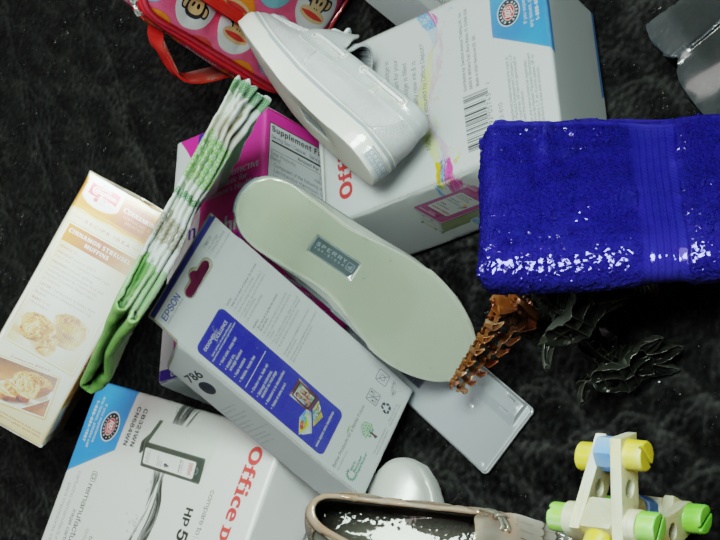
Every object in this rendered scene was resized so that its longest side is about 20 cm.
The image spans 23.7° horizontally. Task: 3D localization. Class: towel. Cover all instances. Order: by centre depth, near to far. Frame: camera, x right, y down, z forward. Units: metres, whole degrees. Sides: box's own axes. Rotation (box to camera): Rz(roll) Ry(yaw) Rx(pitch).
[{"bbox_3d":[0.170,-0.048,1.070,0.199,0.050,0.148,-4,40,7],"label":"towel"},{"bbox_3d":[-0.126,-0.021,1.168,0.201,0.031,0.149,-65,4,-29],"label":"towel"}]

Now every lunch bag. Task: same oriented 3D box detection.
[{"bbox_3d":[-0.104,-0.230,1.353,0.082,0.200,0.177,34,95,43],"label":"lunch bag"}]

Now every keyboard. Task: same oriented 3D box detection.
[{"bbox_3d":[0.045,0.068,1.233,0.200,0.011,0.056,41,102,41],"label":"keyboard"}]

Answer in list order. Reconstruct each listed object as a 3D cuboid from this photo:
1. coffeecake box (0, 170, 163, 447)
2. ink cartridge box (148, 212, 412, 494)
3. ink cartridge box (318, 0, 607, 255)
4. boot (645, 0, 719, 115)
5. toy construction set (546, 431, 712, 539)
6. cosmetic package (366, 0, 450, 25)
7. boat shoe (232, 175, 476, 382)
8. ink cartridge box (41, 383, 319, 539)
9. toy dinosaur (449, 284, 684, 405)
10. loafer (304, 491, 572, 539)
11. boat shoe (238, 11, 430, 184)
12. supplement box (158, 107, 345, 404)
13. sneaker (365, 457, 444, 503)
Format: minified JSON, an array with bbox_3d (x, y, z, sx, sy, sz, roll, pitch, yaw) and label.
[{"bbox_3d":[-0.225,0.028,1.356,0.073,0.154,0.201,29,88,-3],"label":"coffeecake box"},{"bbox_3d":[-0.059,0.062,1.173,0.039,0.200,0.100,-24,29,48],"label":"ink cartridge box"},{"bbox_3d":[0.071,-0.110,1.242,0.199,0.085,0.145,-20,59,29],"label":"ink cartridge box"},{"bbox_3d":[0.299,-0.160,1.104,0.200,0.066,0.165,-35,45,16],"label":"boot"},{"bbox_3d":[0.146,0.202,1.011,0.092,0.131,0.201,18,81,39],"label":"toy construction set"},{"bbox_3d":[0.013,-0.291,1.291,0.051,0.200,0.152,-3,67,37],"label":"cosmetic package"},{"bbox_3d":[-0.001,0.000,1.205,0.200,0.072,0.070,38,97,-4],"label":"boat shoe"},{"bbox_3d":[-0.124,0.177,1.260,0.199,0.084,0.147,10,76,40],"label":"ink cartridge box"},{"bbox_3d":[0.146,0.015,1.144,0.201,0.102,0.136,-59,30,23],"label":"toy dinosaur"},{"bbox_3d":[0.058,0.180,1.088,0.199,0.063,0.072,8,64,14],"label":"loafer"},{"bbox_3d":[-0.020,-0.139,1.230,0.068,0.072,0.200,-37,41,-7],"label":"boat shoe"},{"bbox_3d":[-0.077,-0.005,1.291,0.101,0.103,0.201,-19,58,37],"label":"supplement box"},{"bbox_3d":[-0.009,0.216,1.153,0.075,0.088,0.201,15,79,42],"label":"sneaker"}]
